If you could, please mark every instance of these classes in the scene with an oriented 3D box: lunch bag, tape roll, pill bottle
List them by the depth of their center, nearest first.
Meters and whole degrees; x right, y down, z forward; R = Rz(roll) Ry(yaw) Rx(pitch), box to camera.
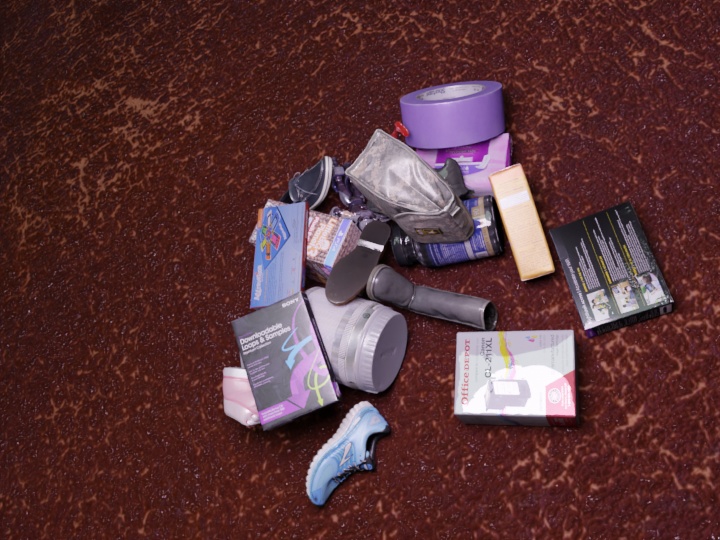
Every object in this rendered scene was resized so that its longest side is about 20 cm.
[{"bbox_3d":[0.097,-0.124,1.196,0.200,0.164,0.118,37,91,26],"label":"lunch bag"},{"bbox_3d":[0.162,-0.067,1.307,0.198,0.112,0.113,-12,64,17],"label":"pill bottle"},{"bbox_3d":[0.179,-0.305,1.353,0.198,0.086,0.200,-9,23,4],"label":"tape roll"}]

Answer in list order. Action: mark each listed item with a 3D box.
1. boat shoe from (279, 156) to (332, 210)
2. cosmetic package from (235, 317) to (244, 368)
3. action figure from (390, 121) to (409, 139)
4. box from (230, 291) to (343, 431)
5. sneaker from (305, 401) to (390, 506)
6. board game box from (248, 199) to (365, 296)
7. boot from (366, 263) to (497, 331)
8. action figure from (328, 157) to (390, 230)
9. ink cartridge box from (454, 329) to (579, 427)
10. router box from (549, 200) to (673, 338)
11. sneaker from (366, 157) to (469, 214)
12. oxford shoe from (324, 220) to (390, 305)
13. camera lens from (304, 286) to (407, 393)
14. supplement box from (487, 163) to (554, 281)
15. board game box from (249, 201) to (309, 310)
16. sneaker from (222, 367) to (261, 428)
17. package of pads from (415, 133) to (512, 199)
[{"bbox_3d":[-0.115,-0.165,1.433,0.200,0.062,0.075,-42,43,49],"label":"boat shoe"},{"bbox_3d":[-0.172,0.180,1.358,0.106,0.090,0.202,-17,60,14],"label":"cosmetic package"},{"bbox_3d":[0.064,-0.201,1.378,0.065,0.200,0.099,-32,83,-14],"label":"action figure"},{"bbox_3d":[-0.129,0.154,1.196,0.142,0.036,0.202,-24,73,9],"label":"box"},{"bbox_3d":[-0.021,0.334,1.234,0.090,0.078,0.201,32,83,27],"label":"sneaker"},{"bbox_3d":[-0.089,-0.045,1.375,0.199,0.159,0.098,17,76,27],"label":"board game box"},{"bbox_3d":[0.129,0.054,1.238,0.199,0.181,0.073,21,91,33],"label":"boot"},{"bbox_3d":[-0.012,-0.139,1.414,0.070,0.129,0.201,-60,42,41],"label":"action figure"},{"bbox_3d":[0.263,0.182,1.175,0.198,0.083,0.147,-4,68,21],"label":"ink cartridge box"},{"bbox_3d":[0.429,-0.003,1.203,0.148,0.051,0.202,-20,62,16],"label":"router box"},{"bbox_3d":[0.104,-0.158,1.327,0.198,0.076,0.092,-13,90,16],"label":"sneaker"},{"bbox_3d":[0.000,0.000,1.275,0.071,0.072,0.200,25,53,17],"label":"oxford shoe"},{"bbox_3d":[-0.033,0.124,1.278,0.198,0.160,0.161,13,74,27],"label":"camera lens"},{"bbox_3d":[0.290,-0.084,1.249,0.068,0.066,0.202,-20,84,14],"label":"supplement box"},{"bbox_3d":[-0.148,-0.027,1.289,0.102,0.019,0.202,-6,67,19],"label":"board game box"},{"bbox_3d":[-0.156,0.231,1.246,0.198,0.075,0.106,2,80,14],"label":"sneaker"},{"bbox_3d":[0.199,-0.203,1.371,0.198,0.076,0.122,1,71,23],"label":"package of pads"}]
